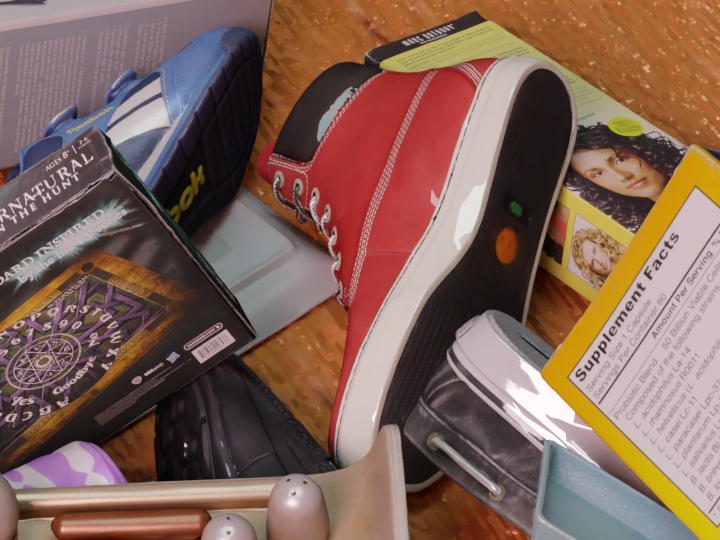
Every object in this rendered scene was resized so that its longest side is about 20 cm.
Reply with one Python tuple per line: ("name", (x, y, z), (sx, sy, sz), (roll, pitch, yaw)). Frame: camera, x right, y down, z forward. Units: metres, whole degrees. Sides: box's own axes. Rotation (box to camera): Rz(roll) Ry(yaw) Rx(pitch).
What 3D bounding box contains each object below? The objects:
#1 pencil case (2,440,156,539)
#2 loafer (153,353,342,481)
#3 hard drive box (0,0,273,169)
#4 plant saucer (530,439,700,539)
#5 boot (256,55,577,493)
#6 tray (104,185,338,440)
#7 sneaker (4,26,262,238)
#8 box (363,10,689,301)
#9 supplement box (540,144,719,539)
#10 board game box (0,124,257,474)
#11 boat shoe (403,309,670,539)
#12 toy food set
("pencil case", (-0.167, 0.138, 1.012), (0.199, 0.084, 0.086), (-23, 87, -19))
("loafer", (-0.030, 0.098, 1.057), (0.070, 0.068, 0.201), (1, 33, -26))
("hard drive box", (-0.166, -0.120, 1.247), (0.199, 0.077, 0.156), (-14, 38, -38))
("plant saucer", (0.145, 0.128, 0.944), (0.199, 0.019, 0.070), (30, 20, -4))
("boot", (0.000, 0.000, 1.148), (0.144, 0.072, 0.201), (3, 63, 39))
("tray", (-0.110, 0.018, 1.176), (0.199, 0.022, 0.107), (-32, 48, -27))
("sneaker", (-0.107, -0.045, 1.176), (0.082, 0.074, 0.200), (15, 45, 23))
("box", (0.090, -0.045, 1.200), (0.075, 0.050, 0.200), (-24, 44, -35))
("supplement box", (0.182, 0.060, 0.972), (0.109, 0.109, 0.200), (13, 27, -49))
("board game box", (-0.151, 0.041, 1.021), (0.199, 0.135, 0.028), (-33, 53, 1))
("boat shoe", (0.102, 0.102, 1.033), (0.200, 0.071, 0.072), (43, 18, 18))
("toy food set", (-0.080, 0.116, 0.934), (0.199, 0.061, 0.144), (-3, 48, -3))
